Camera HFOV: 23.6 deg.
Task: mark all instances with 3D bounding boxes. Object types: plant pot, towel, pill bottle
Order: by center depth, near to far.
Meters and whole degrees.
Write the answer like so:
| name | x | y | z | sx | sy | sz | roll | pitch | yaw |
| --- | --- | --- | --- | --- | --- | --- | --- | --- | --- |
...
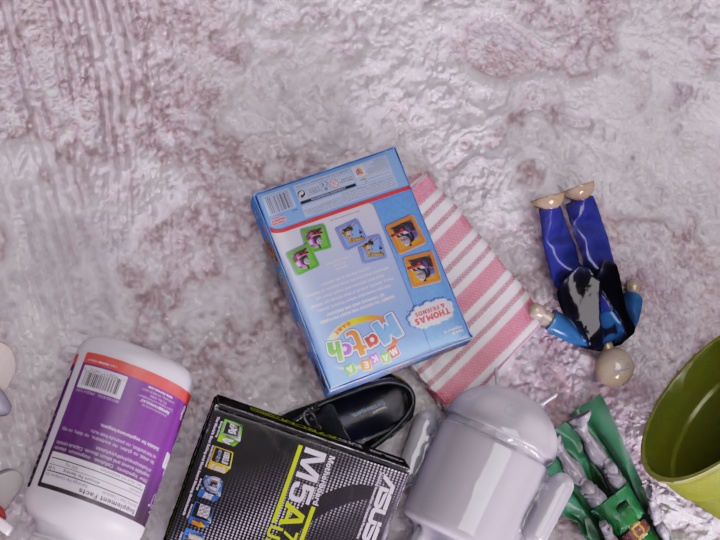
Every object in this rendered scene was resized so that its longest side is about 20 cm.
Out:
| name | x | y | z | sx | sy | sz | roll | pitch | yaw |
| --- | --- | --- | --- | --- | --- | --- | --- | --- | --- |
| pill bottle | -0.229 | 0.168 | 1.539 | 0.111 | 0.112 | 0.202 | 21 | 76 | -10 |
| plant pot | 0.409 | 0.184 | 1.673 | 0.193 | 0.200 | 0.201 | 42 | 73 | -16 |
| towel | 0.072 | 0.022 | 1.690 | 0.146 | 0.030 | 0.200 | -42 | 94 | -17 |

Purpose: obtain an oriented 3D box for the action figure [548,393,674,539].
| name | x | y | z | sx | sy | sz | roll | pitch | yaw |
| --- | --- | --- | --- | --- | --- | --- | --- | --- | --- |
| action figure | 0.253 | 0.235 | 1.685 | 0.118 | 0.055 | 0.201 | -36 | 93 | -18 |

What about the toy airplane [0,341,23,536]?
| name | x | y | z | sx | sy | sz | roll | pitch | yaw |
| --- | --- | --- | --- | --- | --- | --- | --- | --- | --- |
| toy airplane | -0.381 | 0.172 | 1.484 | 0.197 | 0.141 | 0.203 | -10 | 82 | -16 |

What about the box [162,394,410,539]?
| name | x | y | z | sx | sy | sz | roll | pitch | yaw |
| --- | --- | --- | --- | --- | --- | --- | --- | --- | --- |
| box | -0.076 | 0.238 | 1.572 | 0.191 | 0.048 | 0.202 | 21 | 95 | -8 |

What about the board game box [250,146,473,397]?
| name | x | y | z | sx | sy | sz | roll | pitch | yaw |
| --- | --- | --- | --- | --- | --- | --- | --- | --- | --- |
| board game box | 0.000 | 0.000 | 1.633 | 0.150 | 0.037 | 0.202 | -19 | 77 | -15 |

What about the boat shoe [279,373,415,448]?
| name | x | y | z | sx | sy | sz | roll | pitch | yaw |
| --- | --- | --- | --- | --- | --- | --- | --- | --- | --- |
| boat shoe | -0.032 | 0.155 | 1.619 | 0.198 | 0.062 | 0.075 | -27 | 89 | -16 |

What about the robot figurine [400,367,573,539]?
| name | x | y | z | sx | sy | sz | roll | pitch | yaw |
| --- | --- | --- | --- | --- | --- | --- | --- | --- | --- |
| robot figurine | 0.113 | 0.193 | 1.616 | 0.168 | 0.113 | 0.202 | 24 | 82 | 19 |

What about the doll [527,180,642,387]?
| name | x | y | z | sx | sy | sz | roll | pitch | yaw |
| --- | --- | --- | --- | --- | --- | --- | --- | --- | --- |
| doll | 0.224 | 0.020 | 1.715 | 0.135 | 0.048 | 0.202 | -18 | 89 | -27 |
